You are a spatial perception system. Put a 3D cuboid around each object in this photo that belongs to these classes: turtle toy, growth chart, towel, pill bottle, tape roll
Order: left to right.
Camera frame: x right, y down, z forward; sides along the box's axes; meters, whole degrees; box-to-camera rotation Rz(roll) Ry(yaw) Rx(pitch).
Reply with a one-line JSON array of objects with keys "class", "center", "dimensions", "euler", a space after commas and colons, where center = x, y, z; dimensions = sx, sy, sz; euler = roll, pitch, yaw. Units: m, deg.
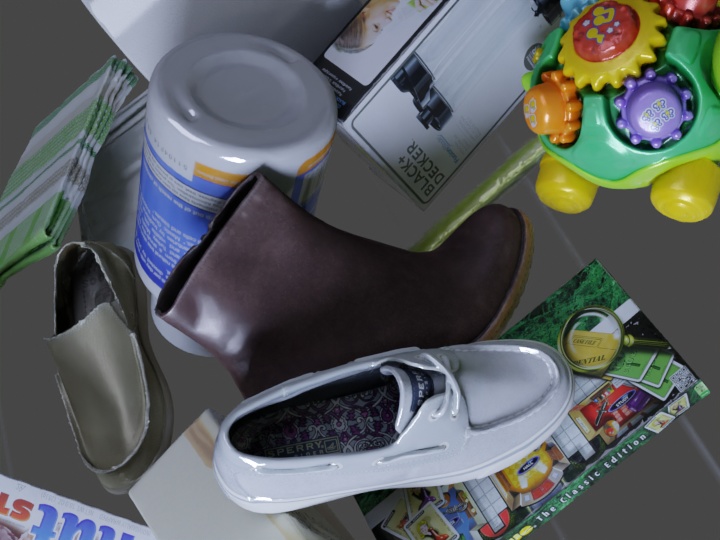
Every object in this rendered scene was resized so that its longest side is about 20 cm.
[{"class": "towel", "center": [-0.252, -0.069, 0.957], "dimensions": [0.149, 0.031, 0.201], "euler": [-30, 37, 40]}, {"class": "growth chart", "center": [-0.178, -0.069, 0.954], "dimensions": [0.144, 0.018, 0.201], "euler": [-26, 51, 19]}, {"class": "pill bottle", "center": [-0.085, -0.038, 0.746], "dimensions": [0.111, 0.201, 0.113], "euler": [8, 48, -9]}, {"class": "tape roll", "center": [-0.093, -0.194, 0.846], "dimensions": [0.139, 0.203, 0.203], "euler": [-40, 48, 7]}, {"class": "turtle toy", "center": [0.176, -0.111, 0.674], "dimensions": [0.199, 0.101, 0.146], "euler": [7, 68, 37]}]

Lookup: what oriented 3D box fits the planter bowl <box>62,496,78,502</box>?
[{"class": "planter bowl", "center": [-0.291, 0.180, 0.776], "dimensions": [0.199, 0.200, 0.084], "euler": [-1, 78, 35]}]

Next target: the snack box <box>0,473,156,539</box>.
[{"class": "snack box", "center": [-0.184, 0.171, 0.702], "dimensions": [0.024, 0.199, 0.072], "euler": [-24, 44, 60]}]

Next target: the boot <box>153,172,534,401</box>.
[{"class": "boot", "center": [0.000, 0.000, 0.673], "dimensions": [0.200, 0.166, 0.072], "euler": [-51, 28, -14]}]

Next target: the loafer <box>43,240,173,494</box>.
[{"class": "loafer", "center": [-0.187, 0.062, 0.840], "dimensions": [0.075, 0.068, 0.201], "euler": [-29, 57, 18]}]

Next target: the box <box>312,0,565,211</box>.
[{"class": "box", "center": [0.064, -0.151, 0.769], "dimensions": [0.200, 0.117, 0.060], "euler": [-48, 50, -1]}]

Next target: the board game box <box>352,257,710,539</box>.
[{"class": "board game box", "center": [0.086, 0.092, 0.669], "dimensions": [0.200, 0.023, 0.105], "euler": [-41, 46, 8]}]

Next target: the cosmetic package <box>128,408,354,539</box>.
[{"class": "cosmetic package", "center": [-0.035, 0.176, 0.650], "dimensions": [0.071, 0.105, 0.200], "euler": [-46, 49, 0]}]

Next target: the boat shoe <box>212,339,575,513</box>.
[{"class": "boat shoe", "center": [0.021, 0.071, 0.612], "dimensions": [0.199, 0.069, 0.072], "euler": [-8, 64, -8]}]
